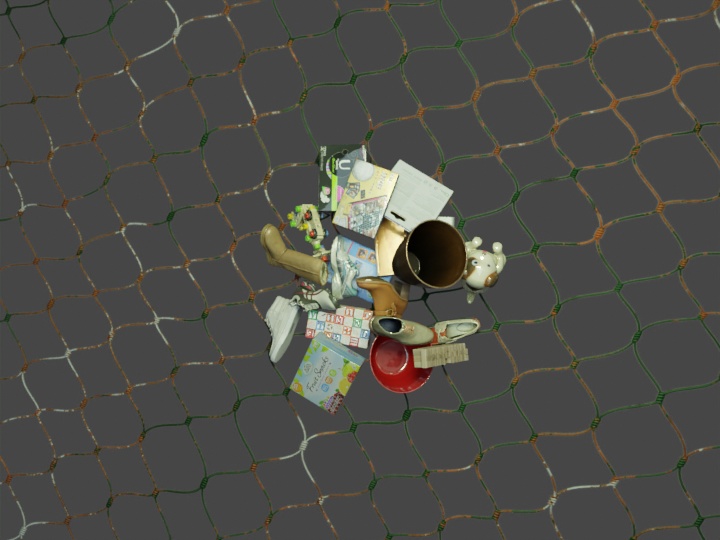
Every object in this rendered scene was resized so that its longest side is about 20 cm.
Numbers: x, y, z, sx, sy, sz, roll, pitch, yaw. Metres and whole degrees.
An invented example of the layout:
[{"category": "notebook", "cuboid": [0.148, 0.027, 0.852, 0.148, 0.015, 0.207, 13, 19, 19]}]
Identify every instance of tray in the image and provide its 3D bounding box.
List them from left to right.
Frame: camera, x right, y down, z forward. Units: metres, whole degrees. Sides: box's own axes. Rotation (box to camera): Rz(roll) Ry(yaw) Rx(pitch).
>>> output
[{"category": "tray", "cuboid": [0.094, -0.084, 1.743, 0.098, 0.037, 0.201, -5, 81, 5]}]

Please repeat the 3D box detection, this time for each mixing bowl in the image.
[{"category": "mixing bowl", "cuboid": [0.109, 0.262, 1.714, 0.199, 0.108, 0.201, 2, 82, -15]}]

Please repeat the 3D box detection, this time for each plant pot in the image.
[{"category": "plant pot", "cuboid": [0.170, -0.028, 1.613, 0.186, 0.200, 0.188, 4, 79, -21]}]

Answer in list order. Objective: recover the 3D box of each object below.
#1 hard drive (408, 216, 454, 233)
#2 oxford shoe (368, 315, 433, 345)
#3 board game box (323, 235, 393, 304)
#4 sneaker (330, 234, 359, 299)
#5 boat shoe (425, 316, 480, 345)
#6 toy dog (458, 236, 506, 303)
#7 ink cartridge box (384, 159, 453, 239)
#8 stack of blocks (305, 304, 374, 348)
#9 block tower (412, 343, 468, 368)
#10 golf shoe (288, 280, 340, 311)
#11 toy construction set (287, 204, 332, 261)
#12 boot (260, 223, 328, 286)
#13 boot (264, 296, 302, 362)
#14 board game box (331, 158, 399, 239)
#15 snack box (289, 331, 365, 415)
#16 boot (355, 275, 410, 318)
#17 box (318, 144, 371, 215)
[{"category": "hard drive", "cuboid": [0.214, -0.064, 1.753, 0.139, 0.033, 0.201, 2, 90, 9]}, {"category": "oxford shoe", "cuboid": [0.125, 0.174, 1.634, 0.199, 0.074, 0.071, 11, 78, -14]}, {"category": "board game box", "cuboid": [0.000, 0.000, 1.785, 0.199, 0.037, 0.152, 25, 94, 10]}, {"category": "sneaker", "cuboid": [-0.045, -0.012, 1.744, 0.086, 0.078, 0.201, -2, 100, 5]}, {"category": "boat shoe", "cuboid": [0.264, 0.186, 1.729, 0.199, 0.063, 0.072, -16, 89, 10]}, {"category": "toy dog", "cuboid": [0.334, -0.003, 1.649, 0.139, 0.200, 0.195, 29, 94, 9]}, {"category": "ink cartridge box", "cuboid": [0.147, -0.209, 1.723, 0.199, 0.041, 0.200, 33, 68, 8]}, {"category": "stack of blocks", "cuboid": [-0.063, 0.166, 1.783, 0.199, 0.059, 0.116, 9, 91, 9]}, {"category": "block tower", "cuboid": [0.233, 0.246, 1.668, 0.058, 0.199, 0.054, -9, 83, 44]}, {"category": "golf shoe", "cuboid": [-0.137, 0.096, 1.738, 0.088, 0.200, 0.077, -44, 123, -23]}, {"category": "toy construction set", "cuboid": [-0.153, -0.121, 1.764, 0.201, 0.092, 0.131, 61, 142, 11]}, {"category": "boot", "cuboid": [-0.198, -0.049, 1.752, 0.199, 0.176, 0.066, 20, 57, 22]}, {"category": "boot", "cuboid": [-0.264, 0.183, 1.816, 0.095, 0.074, 0.201, 22, 85, 15]}, {"category": "board game box", "cuboid": [0.015, -0.207, 1.662, 0.135, 0.035, 0.201, 22, 92, 6]}, {"category": "snack box", "cuboid": [-0.103, 0.316, 1.755, 0.168, 0.068, 0.201, 30, 112, 7]}, {"category": "boot", "cuboid": [0.056, 0.101, 1.720, 0.077, 0.199, 0.156, 23, 100, 50]}, {"category": "box", "cuboid": [-0.045, -0.273, 1.751, 0.148, 0.124, 0.201, 0, 89, 9]}]
